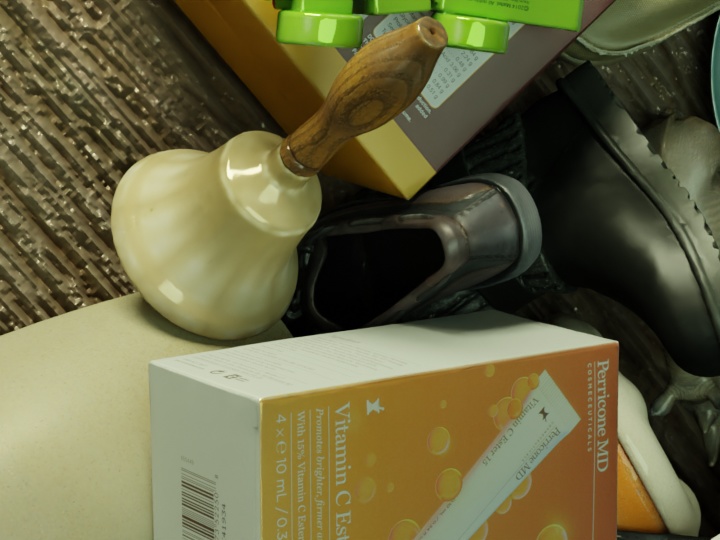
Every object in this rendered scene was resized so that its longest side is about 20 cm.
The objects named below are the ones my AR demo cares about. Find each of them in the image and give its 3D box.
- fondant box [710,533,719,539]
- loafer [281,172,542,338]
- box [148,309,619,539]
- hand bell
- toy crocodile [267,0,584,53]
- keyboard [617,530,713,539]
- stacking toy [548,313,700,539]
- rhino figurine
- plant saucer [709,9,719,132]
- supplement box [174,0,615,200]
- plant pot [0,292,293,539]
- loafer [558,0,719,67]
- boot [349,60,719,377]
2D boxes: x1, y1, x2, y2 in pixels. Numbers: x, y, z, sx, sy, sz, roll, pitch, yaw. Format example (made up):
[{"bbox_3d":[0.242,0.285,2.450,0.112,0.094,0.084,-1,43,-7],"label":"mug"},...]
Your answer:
[{"bbox_3d":[0.206,0.194,1.101,0.144,0.058,0.200,-23,149,-39],"label":"fondant box"},{"bbox_3d":[0.000,0.000,1.026,0.063,0.200,0.072,-19,88,-45],"label":"loafer"},{"bbox_3d":[0.013,0.096,0.949,0.200,0.097,0.125,-8,102,-34],"label":"box"},{"bbox_3d":[-0.023,-0.058,0.941,0.104,0.200,0.104,19,53,-27],"label":"hand bell"},{"bbox_3d":[0.015,-0.135,0.943,0.200,0.062,0.068,-1,99,-25],"label":"toy crocodile"},{"bbox_3d":[0.125,0.209,1.124,0.104,0.040,0.200,5,139,-11],"label":"keyboard"},{"bbox_3d":[0.070,0.128,1.122,0.200,0.146,0.146,-30,108,2],"label":"stacking toy"},{"bbox_3d":[0.180,0.007,1.131,0.060,0.087,0.201,-5,88,20],"label":"rhino figurine"},{"bbox_3d":[0.286,-0.120,1.204,0.200,0.027,0.201,-3,100,-20],"label":"plant saucer"},{"bbox_3d":[0.012,-0.180,1.034,0.200,0.133,0.197,-44,110,-9],"label":"supplement box"},{"bbox_3d":[-0.123,0.093,1.015,0.200,0.187,0.188,-35,109,-27],"label":"plant pot"},{"bbox_3d":[0.185,-0.179,1.119,0.200,0.067,0.076,-33,90,-6],"label":"loafer"},{"bbox_3d":[0.097,0.005,1.054,0.158,0.211,0.079,-31,140,4],"label":"boot"}]
